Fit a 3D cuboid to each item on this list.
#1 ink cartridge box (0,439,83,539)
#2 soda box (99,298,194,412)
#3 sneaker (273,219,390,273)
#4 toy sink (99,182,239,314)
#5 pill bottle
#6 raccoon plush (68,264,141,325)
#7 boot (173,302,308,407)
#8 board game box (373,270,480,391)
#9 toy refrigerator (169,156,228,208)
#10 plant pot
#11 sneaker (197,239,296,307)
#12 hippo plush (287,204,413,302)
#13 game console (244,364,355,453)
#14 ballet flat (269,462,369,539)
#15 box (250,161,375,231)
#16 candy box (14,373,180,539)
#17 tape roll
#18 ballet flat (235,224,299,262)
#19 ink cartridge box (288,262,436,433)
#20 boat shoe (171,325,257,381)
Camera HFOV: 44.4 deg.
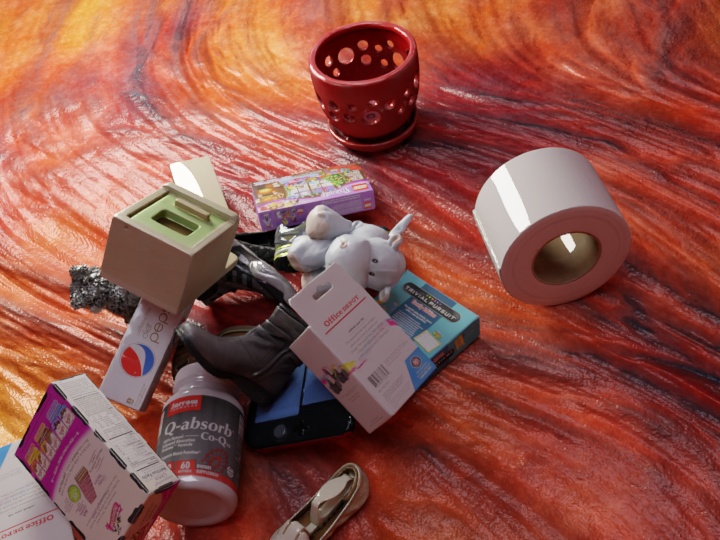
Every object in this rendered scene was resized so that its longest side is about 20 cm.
[{"bbox_3d":[-0.440,0.323,1.176,0.115,0.068,0.200,-21,47,-11],"label":"ink cartridge box"},{"bbox_3d":[-0.313,0.106,1.309,0.068,0.064,0.201,22,76,0],"label":"soda box"},{"bbox_3d":[-0.049,-0.056,1.446,0.199,0.074,0.081,-8,66,-12],"label":"sneaker"},{"bbox_3d":[-0.262,-0.046,1.289,0.130,0.112,0.200,26,28,9],"label":"toy sink"},{"bbox_3d":[-0.218,0.232,1.199,0.115,0.116,0.200,-6,46,4],"label":"pill bottle"},{"bbox_3d":[-0.364,0.009,1.384,0.200,0.134,0.097,-34,61,23],"label":"raccoon plush"},{"bbox_3d":[-0.147,0.090,1.193,0.132,0.200,0.070,-46,44,2],"label":"boot"},{"bbox_3d":[0.056,0.105,1.316,0.200,0.047,0.151,-38,51,-24],"label":"board game box"},{"bbox_3d":[-0.280,-0.113,1.569,0.076,0.070,0.200,-15,47,-13],"label":"toy refrigerator"},{"bbox_3d":[0.014,-0.333,1.642,0.200,0.183,0.201,-5,46,5],"label":"plant pot"},{"bbox_3d":[-0.201,0.023,1.426,0.200,0.075,0.114,37,90,10],"label":"sneaker"},{"bbox_3d":[0.000,0.000,1.328,0.199,0.160,0.161,6,18,-22],"label":"hippo plush"},{"bbox_3d":[-0.078,0.156,1.251,0.176,0.031,0.201,-18,48,29],"label":"game console"},{"bbox_3d":[-0.067,0.322,1.125,0.067,0.062,0.200,27,57,31],"label":"ballet flat"},{"bbox_3d":[-0.085,-0.131,1.535,0.199,0.039,0.137,-12,30,-7],"label":"box"},{"bbox_3d":[-0.335,0.248,1.113,0.200,0.137,0.061,43,26,19],"label":"candy box"},{"bbox_3d":[0.286,-0.064,1.328,0.202,0.203,0.139,-14,46,-3],"label":"tape roll"},{"bbox_3d":[-0.127,-0.054,1.491,0.199,0.057,0.067,-17,44,-6],"label":"ballet flat"},{"bbox_3d":[-0.010,0.101,1.181,0.200,0.068,0.115,47,48,3],"label":"ink cartridge box"},{"bbox_3d":[-0.198,0.131,1.300,0.200,0.072,0.068,-15,52,37],"label":"boat shoe"}]
